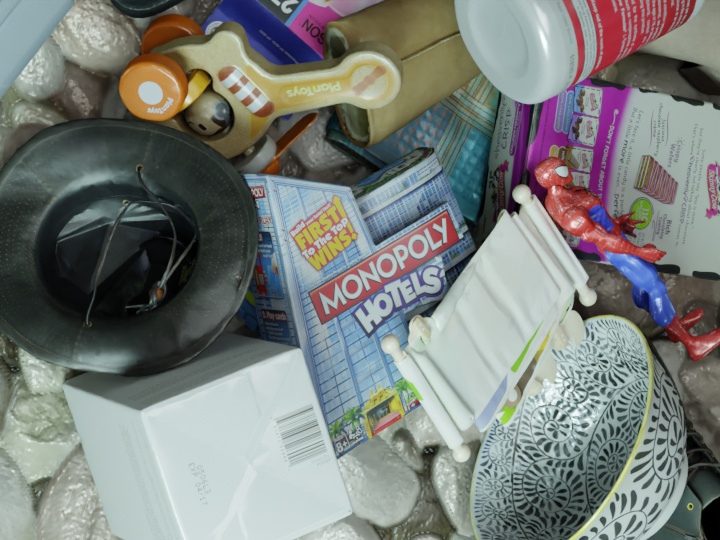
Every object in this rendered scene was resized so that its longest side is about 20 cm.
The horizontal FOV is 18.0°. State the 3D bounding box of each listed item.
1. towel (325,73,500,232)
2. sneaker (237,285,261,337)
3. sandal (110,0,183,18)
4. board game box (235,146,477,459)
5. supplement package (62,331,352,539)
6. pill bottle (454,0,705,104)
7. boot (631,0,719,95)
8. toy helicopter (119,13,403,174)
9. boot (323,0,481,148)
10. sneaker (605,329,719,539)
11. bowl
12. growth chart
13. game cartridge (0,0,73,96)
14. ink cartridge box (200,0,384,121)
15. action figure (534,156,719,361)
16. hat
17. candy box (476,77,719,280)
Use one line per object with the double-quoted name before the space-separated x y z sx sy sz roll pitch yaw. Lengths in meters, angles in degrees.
"towel" 0.073 -0.150 1.713 0.146 0.022 0.201 31 80 -22
"sneaker" -0.007 0.025 1.666 0.199 0.071 0.083 13 79 -27
"sandal" -0.093 -0.248 1.607 0.200 0.048 0.075 -37 77 -14
"board game box" 0.000 0.000 1.593 0.199 0.062 0.201 -31 107 -26
"supplement package" -0.109 0.119 1.550 0.119 0.200 0.122 -22 101 -20
"pill bottle" 0.174 -0.208 1.614 0.199 0.112 0.113 -29 103 -23
"boot" 0.266 -0.196 1.721 0.199 0.146 0.071 33 69 -23
"toy helicopter" -0.064 -0.116 1.592 0.199 0.079 0.133 -8 120 16
"boot" 0.060 -0.205 1.642 0.199 0.066 0.176 -27 113 -25
"sneaker" 0.242 0.132 1.749 0.074 0.106 0.201 -25 102 -20
"bowl" 0.179 0.143 1.676 0.094 0.200 0.202 30 81 -25
"growth chart" 0.099 0.040 1.623 0.200 0.018 0.145 -50 127 -32
"game cartridge" -0.288 -0.193 1.495 0.133 0.042 0.200 -49 132 7
"ink cartridge box" -0.027 -0.216 1.657 0.095 0.037 0.200 39 79 -12
"action figure" 0.194 -0.015 1.671 0.052 0.065 0.200 -45 117 8
"hat" -0.165 -0.009 1.573 0.199 0.081 0.202 -1 74 5
"candy box" 0.194 -0.072 1.734 0.199 0.061 0.137 9 91 -28
